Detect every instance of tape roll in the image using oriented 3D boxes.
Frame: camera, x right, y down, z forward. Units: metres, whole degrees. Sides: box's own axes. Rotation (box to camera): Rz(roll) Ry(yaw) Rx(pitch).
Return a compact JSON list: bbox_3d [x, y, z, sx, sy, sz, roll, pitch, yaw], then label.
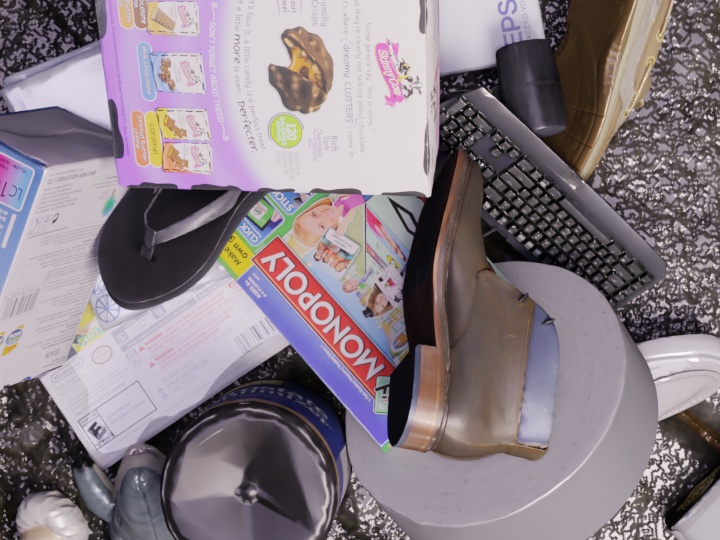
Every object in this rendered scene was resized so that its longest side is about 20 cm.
[{"bbox_3d":[0.092,0.093,1.159,0.200,0.201,0.066,-33,135,5],"label":"tape roll"}]

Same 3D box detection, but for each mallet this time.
[{"bbox_3d":[0.048,-0.094,1.205,0.199,0.041,0.066,-22,81,22],"label":"mallet"}]

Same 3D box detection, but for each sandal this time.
[{"bbox_3d":[-0.098,-0.059,1.147,0.200,0.043,0.076,-45,70,-3],"label":"sandal"}]

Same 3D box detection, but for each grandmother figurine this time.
[{"bbox_3d":[-0.220,0.256,1.253,0.121,0.061,0.201,0,96,-5],"label":"grandmother figurine"}]

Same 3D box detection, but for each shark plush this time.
[{"bbox_3d":[-0.149,0.204,1.219,0.090,0.083,0.201,-3,116,-19],"label":"shark plush"}]

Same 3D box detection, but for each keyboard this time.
[{"bbox_3d":[0.101,-0.033,1.198,0.200,0.021,0.127,42,130,-18],"label":"keyboard"}]

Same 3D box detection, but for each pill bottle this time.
[{"bbox_3d":[-0.063,0.131,1.164,0.111,0.200,0.113,0,93,3],"label":"pill bottle"}]

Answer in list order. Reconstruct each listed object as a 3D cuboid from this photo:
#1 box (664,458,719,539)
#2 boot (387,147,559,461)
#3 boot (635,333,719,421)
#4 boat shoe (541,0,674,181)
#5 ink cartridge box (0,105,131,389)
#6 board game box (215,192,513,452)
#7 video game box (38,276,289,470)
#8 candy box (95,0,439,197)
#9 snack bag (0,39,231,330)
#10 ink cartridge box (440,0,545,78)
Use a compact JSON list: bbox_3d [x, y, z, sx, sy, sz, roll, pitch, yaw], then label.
[{"bbox_3d":[0.335,0.160,1.216,0.159,0.046,0.200,44,94,1],"label":"box"},{"bbox_3d":[0.078,0.025,1.101,0.096,0.075,0.201,14,69,-12],"label":"boot"},{"bbox_3d":[0.166,0.118,1.194,0.199,0.074,0.096,-22,49,11],"label":"boot"},{"bbox_3d":[0.168,-0.134,1.196,0.074,0.066,0.201,41,120,39],"label":"boat shoe"},{"bbox_3d":[-0.232,0.002,1.143,0.076,0.136,0.201,26,106,15],"label":"ink cartridge box"},{"bbox_3d":[0.000,0.000,1.156,0.134,0.029,0.200,-42,76,-3],"label":"board game box"},{"bbox_3d":[-0.151,0.011,1.241,0.200,0.047,0.183,-33,92,4],"label":"video game box"},{"bbox_3d":[-0.052,-0.135,1.063,0.199,0.072,0.168,3,123,7],"label":"candy box"},{"bbox_3d":[-0.123,-0.081,1.203,0.199,0.021,0.189,-22,90,3],"label":"snack bag"},{"bbox_3d":[0.016,-0.226,1.220,0.199,0.043,0.197,-11,93,3],"label":"ink cartridge box"}]
